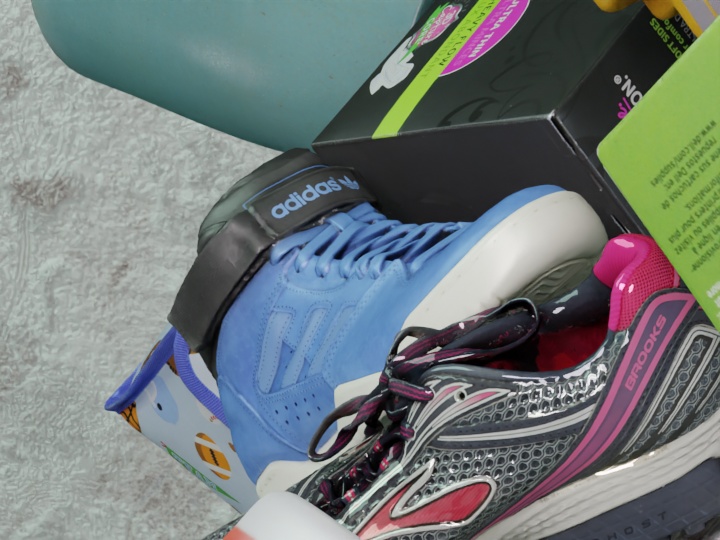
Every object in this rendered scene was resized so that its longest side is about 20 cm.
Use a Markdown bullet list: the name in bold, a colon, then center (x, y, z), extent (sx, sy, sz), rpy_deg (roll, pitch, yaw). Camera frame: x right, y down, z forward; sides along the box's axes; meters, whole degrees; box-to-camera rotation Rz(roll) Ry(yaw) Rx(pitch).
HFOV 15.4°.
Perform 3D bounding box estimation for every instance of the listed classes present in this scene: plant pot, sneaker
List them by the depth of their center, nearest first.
- **sneaker**: center (0.019, 0.056, 0.767), extent (0.199, 0.075, 0.081), rpy_deg (-29, 28, 10)
- **sneaker**: center (-0.001, 0.000, 0.863), extent (0.076, 0.112, 0.200), rpy_deg (-21, -17, -31)
- **plant pot**: center (-0.008, -0.135, 1.064), extent (0.200, 0.160, 0.201), rpy_deg (-43, -31, -33)

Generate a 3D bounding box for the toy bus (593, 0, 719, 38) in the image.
- **toy bus**: center (0.116, -0.117, 0.701), extent (0.065, 0.079, 0.200), rpy_deg (-31, -11, -20)

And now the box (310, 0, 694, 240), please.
- **box**: center (0.111, -0.072, 0.945), extent (0.200, 0.125, 0.148), rpy_deg (-50, 24, -25)

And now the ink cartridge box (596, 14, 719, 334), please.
- **ink cartridge box**: center (0.179, -0.070, 0.678), extent (0.199, 0.076, 0.148), rpy_deg (-26, -14, -35)

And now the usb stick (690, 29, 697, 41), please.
- **usb stick**: center (0.123, -0.087, 0.829), extent (0.055, 0.201, 0.033), rpy_deg (9, -31, -38)

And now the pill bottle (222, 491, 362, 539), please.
- **pill bottle**: center (-0.042, 0.162, 0.627), extent (0.200, 0.111, 0.111), rpy_deg (-50, 1, -7)

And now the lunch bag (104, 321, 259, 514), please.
- **lunch bag**: center (0.000, 0.051, 1.145), extent (0.124, 0.170, 0.200), rpy_deg (-53, 6, -30)
